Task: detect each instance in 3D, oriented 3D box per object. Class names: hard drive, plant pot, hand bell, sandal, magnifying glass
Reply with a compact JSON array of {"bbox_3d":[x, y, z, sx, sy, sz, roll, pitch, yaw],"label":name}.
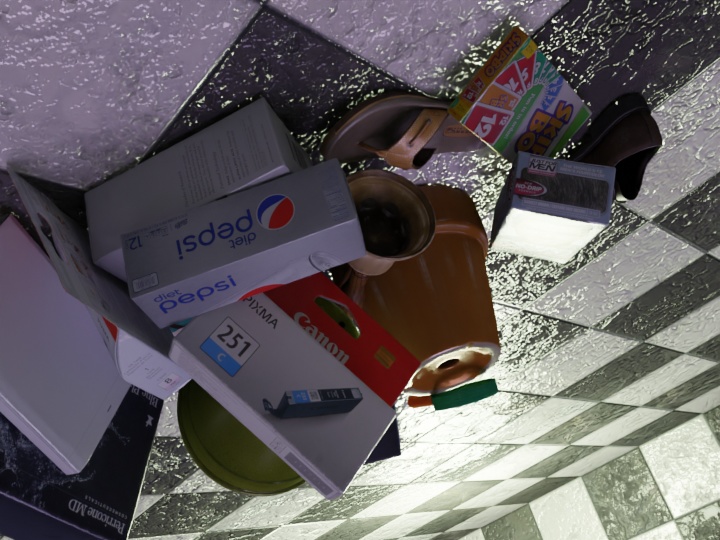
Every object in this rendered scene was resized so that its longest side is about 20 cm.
[{"bbox_3d":[-0.293,0.068,0.668,0.026,0.133,0.202,-14,124,25],"label":"hard drive"},{"bbox_3d":[-0.086,0.121,0.792,0.196,0.204,0.193,-4,156,-25],"label":"plant pot"},{"bbox_3d":[0.000,0.000,0.769,0.102,0.106,0.201,-7,149,-21],"label":"hand bell"},{"bbox_3d":[0.058,-0.128,0.720,0.196,0.055,0.081,-6,148,-23],"label":"sandal"},{"bbox_3d":[0.106,0.159,0.921,0.078,0.023,0.200,-15,174,-21],"label":"magnifying glass"},{"bbox_3d":[0.078,0.036,0.869,0.196,0.186,0.202,-15,150,-9],"label":"plant pot"}]

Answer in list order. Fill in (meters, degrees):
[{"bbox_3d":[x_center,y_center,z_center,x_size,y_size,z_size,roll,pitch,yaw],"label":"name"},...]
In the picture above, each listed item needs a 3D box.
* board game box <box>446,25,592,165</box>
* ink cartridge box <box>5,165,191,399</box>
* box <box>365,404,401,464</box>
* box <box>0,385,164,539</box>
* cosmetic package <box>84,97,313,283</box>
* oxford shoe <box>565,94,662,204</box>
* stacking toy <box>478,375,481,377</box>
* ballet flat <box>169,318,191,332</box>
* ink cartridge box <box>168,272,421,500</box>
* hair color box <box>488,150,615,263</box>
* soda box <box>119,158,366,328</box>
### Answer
[{"bbox_3d":[0.168,-0.157,0.738,0.096,0.030,0.199,-50,149,15],"label":"board game box"},{"bbox_3d":[-0.246,0.019,0.667,0.057,0.163,0.200,-40,150,1],"label":"ink cartridge box"},{"bbox_3d":[-0.056,0.244,1.149,0.195,0.110,0.148,-9,-179,-19],"label":"box"},{"bbox_3d":[-0.315,0.155,0.741,0.115,0.203,0.197,-16,138,27],"label":"box"},{"bbox_3d":[-0.142,-0.059,0.684,0.197,0.082,0.113,-27,152,11],"label":"cosmetic package"},{"bbox_3d":[0.282,-0.104,0.869,0.071,0.086,0.201,-8,150,-23],"label":"oxford shoe"},{"bbox_3d":[0.071,0.125,0.979,0.196,0.087,0.086,-13,151,-26],"label":"stacking toy"},{"bbox_3d":[-0.213,0.034,0.805,0.197,0.065,0.075,-21,158,24],"label":"ballet flat"},{"bbox_3d":[-0.049,0.077,0.688,0.177,0.199,0.045,-49,180,-34],"label":"ink cartridge box"},{"bbox_3d":[0.202,-0.063,0.806,0.097,0.062,0.200,10,170,6],"label":"hair color box"},{"bbox_3d":[-0.097,-0.021,0.627,0.196,0.064,0.069,-19,153,-2],"label":"soda box"}]
